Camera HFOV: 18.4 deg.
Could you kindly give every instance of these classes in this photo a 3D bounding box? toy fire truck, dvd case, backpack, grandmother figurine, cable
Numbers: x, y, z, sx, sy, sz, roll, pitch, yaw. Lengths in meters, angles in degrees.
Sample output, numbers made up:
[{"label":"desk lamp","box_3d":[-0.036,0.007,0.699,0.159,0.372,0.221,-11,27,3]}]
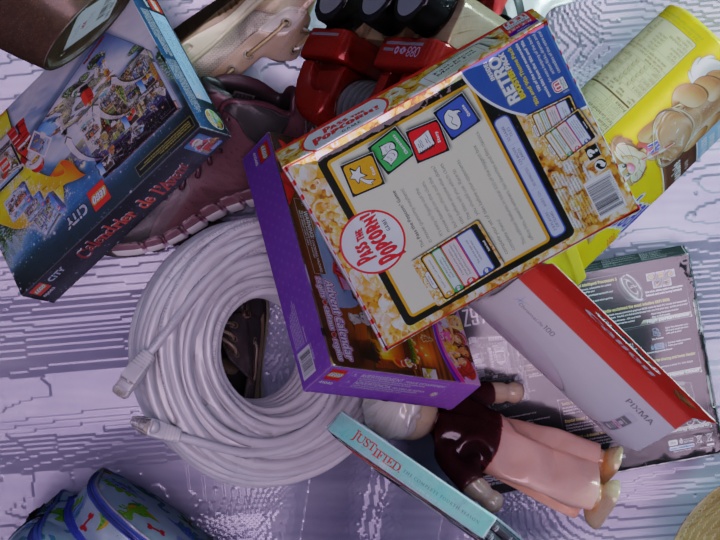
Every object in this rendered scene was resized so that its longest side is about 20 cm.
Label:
[{"label":"toy fire truck","box_3d":[0.024,-0.099,1.585,0.129,0.176,0.200,29,82,-30]},{"label":"dvd case","box_3d":[0.064,0.171,1.634,0.146,0.200,0.022,33,83,26]},{"label":"backpack","box_3d":[-0.186,0.246,1.677,0.183,0.200,0.147,37,99,-3]},{"label":"grandmother figurine","box_3d":[0.094,0.129,1.644,0.200,0.121,0.061,23,124,-10]},{"label":"cable","box_3d":[-0.072,0.061,1.646,0.200,0.069,0.200,32,77,-21]}]

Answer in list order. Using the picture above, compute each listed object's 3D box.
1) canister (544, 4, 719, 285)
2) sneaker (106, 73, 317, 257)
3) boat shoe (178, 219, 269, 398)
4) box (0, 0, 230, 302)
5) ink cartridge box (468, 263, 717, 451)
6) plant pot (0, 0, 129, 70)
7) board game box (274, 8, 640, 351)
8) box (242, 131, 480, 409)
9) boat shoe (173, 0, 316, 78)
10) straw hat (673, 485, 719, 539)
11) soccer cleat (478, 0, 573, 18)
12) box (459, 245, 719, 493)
[{"label":"canister","box_3d":[0.183,-0.086,1.620,0.200,0.149,0.087,-44,72,-3]},{"label":"sneaker","box_3d":[-0.126,-0.091,1.662,0.200,0.076,0.116,-21,133,-3]},{"label":"boat shoe","box_3d":[-0.106,0.061,1.707,0.074,0.073,0.200,-6,99,3]},{"label":"box","box_3d":[-0.201,-0.091,1.648,0.200,0.038,0.137,-41,62,22]},{"label":"ink cartridge box","box_3d":[0.160,0.063,1.587,0.163,0.200,0.057,43,91,-5]},{"label":"plant pot","box_3d":[-0.261,-0.245,1.591,0.200,0.187,0.187,44,98,5]},{"label":"board game box","box_3d":[0.066,-0.060,1.494,0.200,0.046,0.152,-29,109,0]},{"label":"box","box_3d":[0.000,0.000,1.606,0.039,0.137,0.200,-42,52,38]},{"label":"boat shoe","box_3d":[-0.069,-0.188,1.670,0.200,0.072,0.065,-35,108,7]},{"label":"straw hat","box_3d":[0.324,0.230,1.711,0.201,0.085,0.201,1,104,6]},{"label":"soccer cleat","box_3d":[0.102,-0.130,1.662,0.085,0.069,0.200,16,86,-19]},{"label":"box","box_3d":[0.167,0.078,1.713,0.200,0.044,0.161,-11,98,4]}]
